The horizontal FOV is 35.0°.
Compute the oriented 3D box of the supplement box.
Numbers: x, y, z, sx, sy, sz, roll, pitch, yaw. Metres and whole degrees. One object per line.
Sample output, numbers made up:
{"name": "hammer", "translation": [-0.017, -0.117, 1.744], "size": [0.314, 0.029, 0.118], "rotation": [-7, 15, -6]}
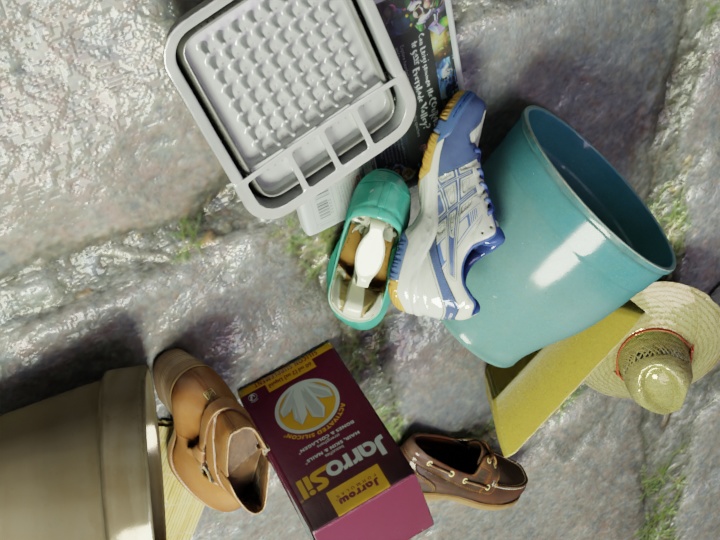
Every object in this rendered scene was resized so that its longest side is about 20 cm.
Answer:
{"name": "supplement box", "translation": [-0.027, 0.179, 1.092], "size": [0.109, 0.201, 0.086], "rotation": [-27, 132, -9]}

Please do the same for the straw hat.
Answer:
{"name": "straw hat", "translation": [0.338, 0.114, 1.302], "size": [0.197, 0.086, 0.203], "rotation": [-2, 134, -2]}

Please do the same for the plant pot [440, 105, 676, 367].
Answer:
{"name": "plant pot", "translation": [0.164, -0.017, 1.086], "size": [0.198, 0.202, 0.188], "rotation": [23, 123, -40]}

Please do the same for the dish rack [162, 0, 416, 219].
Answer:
{"name": "dish rack", "translation": [-0.056, -0.156, 0.911], "size": [0.170, 0.044, 0.201], "rotation": [-33, 133, -5]}

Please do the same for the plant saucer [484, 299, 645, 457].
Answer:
{"name": "plant saucer", "translation": [0.198, 0.086, 1.206], "size": [0.048, 0.200, 0.200], "rotation": [42, 97, -3]}

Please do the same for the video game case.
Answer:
{"name": "video game case", "translation": [0.008, -0.148, 1.000], "size": [0.179, 0.023, 0.202], "rotation": [-26, 131, -13]}

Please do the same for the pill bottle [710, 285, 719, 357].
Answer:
{"name": "pill bottle", "translation": [0.517, 0.096, 1.421], "size": [0.120, 0.120, 0.199], "rotation": [-47, 134, 7]}

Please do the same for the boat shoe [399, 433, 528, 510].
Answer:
{"name": "boat shoe", "translation": [0.122, 0.227, 1.307], "size": [0.197, 0.071, 0.071], "rotation": [10, 121, -36]}

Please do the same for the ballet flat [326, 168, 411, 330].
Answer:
{"name": "ballet flat", "translation": [0.000, 0.000, 1.045], "size": [0.066, 0.071, 0.202], "rotation": [17, 134, 4]}

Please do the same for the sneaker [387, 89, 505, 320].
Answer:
{"name": "sneaker", "translation": [0.091, -0.054, 0.999], "size": [0.075, 0.087, 0.204], "rotation": [28, 76, -74]}

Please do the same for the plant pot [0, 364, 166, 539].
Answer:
{"name": "plant pot", "translation": [-0.260, 0.189, 0.987], "size": [0.170, 0.201, 0.203], "rotation": [-4, 127, -7]}

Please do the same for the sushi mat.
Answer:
{"name": "sushi mat", "translation": [-0.200, 0.234, 1.156], "size": [0.094, 0.012, 0.202], "rotation": [7, 118, -34]}

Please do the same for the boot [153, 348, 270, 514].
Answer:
{"name": "boot", "translation": [-0.123, 0.180, 1.048], "size": [0.073, 0.154, 0.202], "rotation": [-33, 127, -19]}
